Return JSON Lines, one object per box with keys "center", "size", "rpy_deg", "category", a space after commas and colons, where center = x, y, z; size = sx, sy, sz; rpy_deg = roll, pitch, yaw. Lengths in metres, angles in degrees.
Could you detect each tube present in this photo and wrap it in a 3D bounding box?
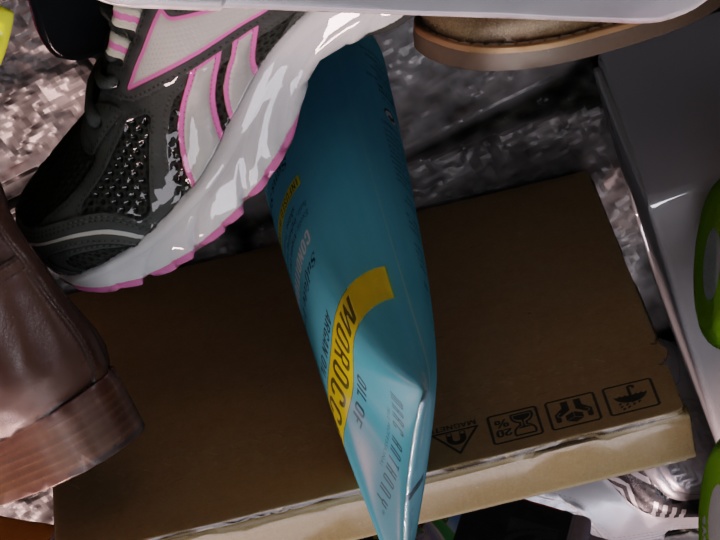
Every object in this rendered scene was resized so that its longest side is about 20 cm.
{"center": [0.000, 0.000, 0.865], "size": [0.050, 0.201, 0.078], "rpy_deg": [-8, 132, -6], "category": "tube"}

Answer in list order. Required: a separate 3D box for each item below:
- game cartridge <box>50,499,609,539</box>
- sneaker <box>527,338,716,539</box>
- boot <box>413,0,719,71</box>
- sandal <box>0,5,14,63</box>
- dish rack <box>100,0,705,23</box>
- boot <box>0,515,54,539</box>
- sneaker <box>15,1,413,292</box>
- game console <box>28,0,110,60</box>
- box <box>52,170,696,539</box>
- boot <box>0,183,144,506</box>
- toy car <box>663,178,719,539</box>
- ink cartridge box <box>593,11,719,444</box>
{"center": [-0.002, 0.108, 0.912], "size": [0.199, 0.130, 0.039], "rpy_deg": [16, 128, 5], "category": "game cartridge"}
{"center": [0.070, 0.084, 1.047], "size": [0.199, 0.075, 0.115], "rpy_deg": [10, 130, -15], "category": "sneaker"}
{"center": [0.097, -0.123, 0.849], "size": [0.199, 0.074, 0.076], "rpy_deg": [-27, 125, -19], "category": "boot"}
{"center": [-0.130, -0.134, 0.751], "size": [0.079, 0.087, 0.201], "rpy_deg": [10, 105, 24], "category": "sandal"}
{"center": [0.009, -0.156, 0.759], "size": [0.199, 0.044, 0.173], "rpy_deg": [2, 98, -8], "category": "dish rack"}
{"center": [-0.073, 0.122, 0.998], "size": [0.143, 0.201, 0.071], "rpy_deg": [-8, 107, -28], "category": "boot"}
{"center": [-0.049, -0.084, 0.845], "size": [0.086, 0.081, 0.200], "rpy_deg": [31, 115, -25], "category": "sneaker"}
{"center": [-0.015, -0.147, 0.844], "size": [0.199, 0.031, 0.178], "rpy_deg": [-11, 133, -1], "category": "game console"}
{"center": [-0.004, 0.033, 0.922], "size": [0.199, 0.164, 0.021], "rpy_deg": [-14, 120, 0], "category": "box"}
{"center": [-0.179, -0.011, 0.878], "size": [0.186, 0.064, 0.201], "rpy_deg": [-22, 101, 25], "category": "boot"}
{"center": [0.177, 0.065, 0.924], "size": [0.163, 0.159, 0.200], "rpy_deg": [4, 161, -7], "category": "toy car"}
{"center": [0.196, -0.030, 0.961], "size": [0.199, 0.086, 0.147], "rpy_deg": [-19, 134, 4], "category": "ink cartridge box"}
